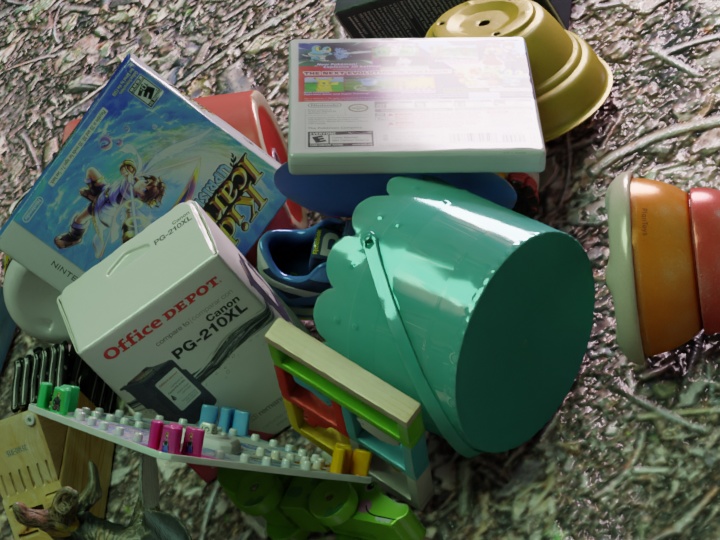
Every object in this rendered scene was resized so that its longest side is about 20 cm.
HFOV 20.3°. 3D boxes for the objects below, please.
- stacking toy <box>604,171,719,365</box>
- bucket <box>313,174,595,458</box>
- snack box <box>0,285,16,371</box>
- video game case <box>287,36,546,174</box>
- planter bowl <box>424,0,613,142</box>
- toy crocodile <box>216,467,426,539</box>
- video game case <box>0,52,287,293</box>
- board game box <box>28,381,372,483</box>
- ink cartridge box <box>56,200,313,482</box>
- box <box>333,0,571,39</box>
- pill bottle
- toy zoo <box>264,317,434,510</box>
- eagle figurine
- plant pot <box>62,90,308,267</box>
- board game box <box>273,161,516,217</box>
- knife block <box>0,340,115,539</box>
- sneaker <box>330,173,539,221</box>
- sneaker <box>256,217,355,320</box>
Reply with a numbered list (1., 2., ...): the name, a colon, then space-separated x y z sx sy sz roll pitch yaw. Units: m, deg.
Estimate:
1. stacking toy: 0.286 -0.007 1.507 0.198 0.147 0.147 -4 49 12
2. bucket: 0.076 0.037 1.548 0.134 0.207 0.208 21 68 37
3. snack box: -0.447 0.101 1.987 0.199 0.068 0.170 -13 47 30
4. video game case: 0.041 -0.133 1.611 0.198 0.023 0.183 -1 36 -1
5. planter bowl: 0.115 -0.184 1.755 0.199 0.084 0.201 -12 31 7
6. toy crocodile: -0.034 0.183 1.596 0.199 0.068 0.062 4 55 40
7. video game case: -0.183 -0.051 1.726 0.200 0.181 0.045 -53 14 7
8. board game box: -0.122 0.123 1.545 0.199 0.199 0.026 12 91 51
9. ink cartridge box: -0.135 0.061 1.681 0.144 0.200 0.084 -35 40 5
10. box: 0.093 -0.284 1.894 0.199 0.107 0.149 -13 46 29
11. pill bottle: -0.283 -0.018 1.919 0.109 0.109 0.200 -33 24 7
12. toy zoo: -0.005 0.119 1.544 0.131 0.200 0.020 31 69 20
13. eagle figurine: -0.151 0.240 1.464 0.199 0.152 0.152 33 117 18
14. plant pot: -0.152 -0.069 1.836 0.176 0.201 0.201 -19 43 7
15. board game box: 0.030 -0.082 1.647 0.198 0.158 0.039 5 74 3
16. knife block: -0.258 0.162 1.805 0.064 0.175 0.201 -20 89 23
17. sneaker: 0.065 -0.066 1.754 0.199 0.078 0.082 -8 42 21
18. sneaker: 0.000 0.000 1.716 0.199 0.082 0.074 -1 52 19
